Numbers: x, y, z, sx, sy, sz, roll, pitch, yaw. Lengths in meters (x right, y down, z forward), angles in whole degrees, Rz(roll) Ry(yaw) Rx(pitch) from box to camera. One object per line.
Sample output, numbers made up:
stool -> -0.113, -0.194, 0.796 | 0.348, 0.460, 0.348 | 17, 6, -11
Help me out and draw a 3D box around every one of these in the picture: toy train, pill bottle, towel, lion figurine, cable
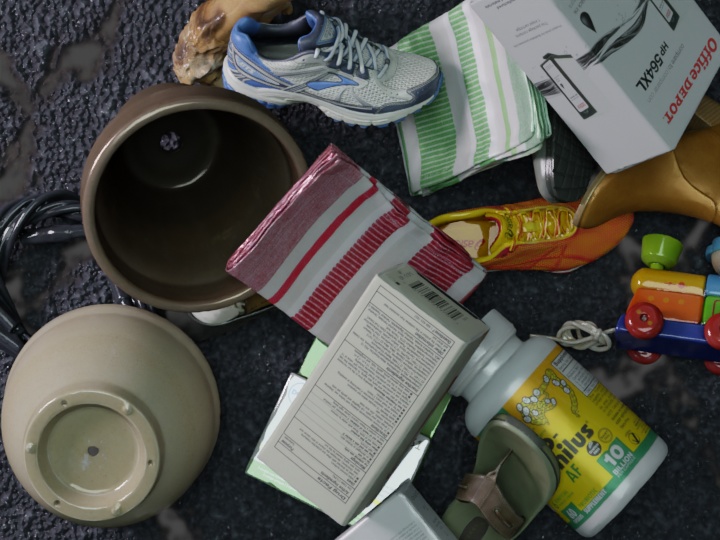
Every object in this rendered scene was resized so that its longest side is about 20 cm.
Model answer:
toy train -> 0.259, 0.019, 1.690 | 0.199, 0.085, 0.116 | 8, 69, 12
pill bottle -> 0.165, 0.131, 1.662 | 0.200, 0.113, 0.113 | 43, 89, 6
towel -> 0.090, -0.158, 1.670 | 0.023, 0.200, 0.154 | -7, 82, -34
lion figurine -> -0.099, -0.244, 1.700 | 0.073, 0.200, 0.122 | 48, 56, 3
cable -> -0.268, 0.022, 1.748 | 0.199, 0.051, 0.164 | 33, 82, 8
towel -> 0.000, 0.000, 1.640 | 0.200, 0.023, 0.144 | 37, 100, -26

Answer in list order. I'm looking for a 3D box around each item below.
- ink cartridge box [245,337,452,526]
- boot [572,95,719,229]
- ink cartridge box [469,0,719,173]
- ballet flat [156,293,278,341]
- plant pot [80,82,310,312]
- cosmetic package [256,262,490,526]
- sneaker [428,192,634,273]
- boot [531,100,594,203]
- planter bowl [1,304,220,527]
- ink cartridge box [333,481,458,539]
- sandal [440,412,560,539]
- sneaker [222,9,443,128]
ink cartridge box -> 0.002, 0.125, 1.712 | 0.145, 0.048, 0.201 | 25, 89, 7
boot -> 0.298, -0.067, 1.665 | 0.144, 0.071, 0.201 | 42, 63, 15
ink cartridge box -> 0.207, -0.207, 1.592 | 0.200, 0.084, 0.146 | 47, 53, -19
ballet flat -> -0.100, 0.009, 1.716 | 0.199, 0.068, 0.068 | -19, 76, 4
plant pot -> -0.159, -0.086, 1.666 | 0.199, 0.175, 0.202 | -6, 115, -14
cosmetic package -> 0.012, 0.105, 1.615 | 0.103, 0.087, 0.200 | 38, 107, 10
sneaker -> 0.152, -0.031, 1.697 | 0.199, 0.077, 0.073 | -12, 83, -1
boot -> 0.137, -0.138, 1.689 | 0.130, 0.068, 0.201 | -19, 62, 34
planter bowl -> -0.228, 0.144, 1.657 | 0.199, 0.135, 0.202 | 0, 104, 0
ink cartridge box -> 0.021, 0.317, 1.667 | 0.200, 0.045, 0.176 | -40, 87, 17
sandal -> 0.115, 0.205, 1.631 | 0.080, 0.202, 0.057 | 35, 44, 14
sneaker -> -0.026, -0.184, 1.654 | 0.198, 0.085, 0.077 | 4, 49, 3
